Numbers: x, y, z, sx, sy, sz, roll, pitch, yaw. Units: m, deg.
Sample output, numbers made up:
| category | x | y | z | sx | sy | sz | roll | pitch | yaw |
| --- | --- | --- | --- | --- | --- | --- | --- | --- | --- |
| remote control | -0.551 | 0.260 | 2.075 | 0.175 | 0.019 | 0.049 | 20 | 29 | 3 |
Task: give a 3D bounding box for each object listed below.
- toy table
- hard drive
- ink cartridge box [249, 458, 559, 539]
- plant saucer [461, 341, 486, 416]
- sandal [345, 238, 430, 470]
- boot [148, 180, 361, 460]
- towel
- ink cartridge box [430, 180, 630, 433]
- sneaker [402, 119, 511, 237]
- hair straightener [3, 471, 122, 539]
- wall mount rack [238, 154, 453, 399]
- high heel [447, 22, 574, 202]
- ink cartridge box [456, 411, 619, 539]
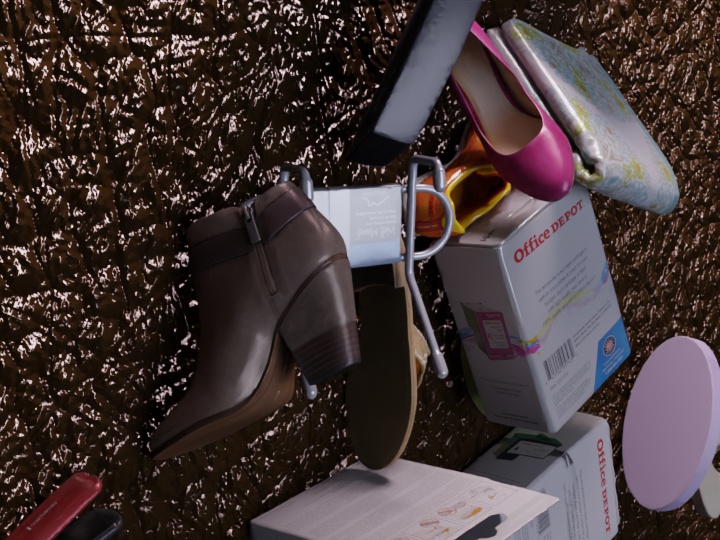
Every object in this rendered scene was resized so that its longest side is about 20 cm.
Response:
| category | x | y | z | sx | sy | sz | roll | pitch | yaw |
| --- | --- | --- | --- | --- | --- | --- | --- | --- | --- |
| toy table | 0.396 | 0.187 | 1.454 | 0.117 | 0.184 | 0.200 | 16 | 96 | -34 |
| hard drive | 0.053 | -0.181 | 1.003 | 0.042 | 0.135 | 0.200 | 25 | 80 | -7 |
| ink cartridge box | 0.036 | 0.211 | 1.000 | 0.162 | 0.200 | 0.050 | -21 | 113 | -45 |
| plant saucer | 0.173 | 0.059 | 1.267 | 0.200 | 0.031 | 0.200 | -11 | 105 | -49 |
| sandal | 0.035 | 0.062 | 1.070 | 0.070 | 0.078 | 0.212 | -7 | 96 | -47 |
| boot | -0.092 | 0.033 | 0.901 | 0.146 | 0.200 | 0.070 | 65 | 13 | 12 |
| towel | 0.212 | -0.145 | 1.182 | 0.171 | 0.048 | 0.200 | 7 | 48 | -51 |
| ink cartridge box | 0.163 | 0.026 | 1.164 | 0.144 | 0.085 | 0.200 | -37 | 120 | -37 |
| sneaker | 0.117 | -0.093 | 1.139 | 0.200 | 0.077 | 0.073 | -52 | 130 | -33 |
| hair straightener | -0.230 | 0.227 | 0.813 | 0.200 | 0.041 | 0.077 | -48 | 130 | -33 |
| wall mount rack | 0.000 | 0.000 | 0.970 | 0.200 | 0.075 | 0.174 | -6 | 104 | -25 |
| high heel | 0.117 | -0.146 | 1.062 | 0.096 | 0.067 | 0.200 | 41 | 23 | -52 |
| ink cartridge box | 0.173 | 0.247 | 1.258 | 0.200 | 0.084 | 0.146 | -30 | 119 | -43 |
